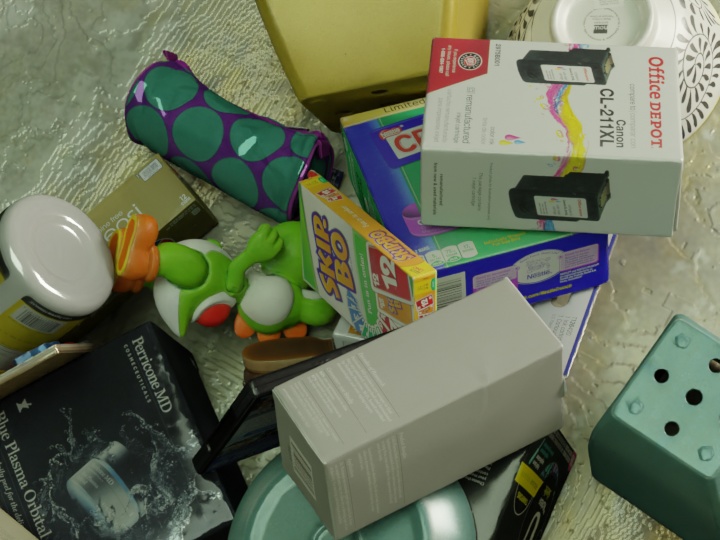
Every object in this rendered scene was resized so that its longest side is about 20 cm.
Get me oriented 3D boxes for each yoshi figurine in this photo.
[{"bbox_3d":[-0.112,-0.010,1.491,0.200,0.112,0.112,15,33,-20],"label":"yoshi figurine"}]

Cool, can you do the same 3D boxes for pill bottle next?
[{"bbox_3d":[-0.308,0.028,1.459,0.200,0.112,0.112,-33,64,34],"label":"pill bottle"}]

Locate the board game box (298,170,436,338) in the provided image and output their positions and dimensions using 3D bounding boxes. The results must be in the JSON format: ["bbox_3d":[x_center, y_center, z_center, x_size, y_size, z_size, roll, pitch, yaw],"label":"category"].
[{"bbox_3d":[0.000,0.000,1.373,0.030,0.096,0.200,-16,33,-22],"label":"board game box"}]

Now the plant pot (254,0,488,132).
[{"bbox_3d":[0.015,-0.228,1.512,0.200,0.200,0.176,-11,80,11],"label":"plant pot"}]

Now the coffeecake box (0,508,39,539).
[{"bbox_3d":[-0.334,0.287,1.412,0.153,0.073,0.200,26,116,46],"label":"coffeecake box"}]

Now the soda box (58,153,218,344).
[{"bbox_3d":[-0.231,-0.011,1.563,0.200,0.068,0.064,-40,68,0],"label":"soda box"}]

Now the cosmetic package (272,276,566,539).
[{"bbox_3d":[0.045,0.100,1.252,0.200,0.107,0.090,-26,52,-18],"label":"cosmetic package"}]

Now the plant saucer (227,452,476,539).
[{"bbox_3d":[-0.014,0.209,1.292,0.200,0.036,0.200,-6,69,17],"label":"plant saucer"}]

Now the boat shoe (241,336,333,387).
[{"bbox_3d":[0.000,0.091,1.475,0.200,0.070,0.070,-4,108,8],"label":"boat shoe"}]

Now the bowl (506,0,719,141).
[{"bbox_3d":[0.215,-0.199,1.494,0.201,0.094,0.201,-4,72,13],"label":"bowl"}]

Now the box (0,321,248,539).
[{"bbox_3d":[-0.210,0.182,1.470,0.200,0.117,0.197,-28,68,3],"label":"box"}]

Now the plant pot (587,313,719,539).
[{"bbox_3d":[0.260,0.121,1.321,0.141,0.200,0.141,34,84,22],"label":"plant pot"}]

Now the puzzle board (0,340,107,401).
[{"bbox_3d":[-0.298,0.098,1.477,0.151,0.200,0.017,-28,85,4],"label":"puzzle board"}]

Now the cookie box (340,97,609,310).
[{"bbox_3d":[0.091,-0.060,1.429,0.171,0.075,0.200,-15,46,-9],"label":"cookie box"}]

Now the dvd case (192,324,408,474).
[{"bbox_3d":[-0.045,0.101,1.331,0.143,0.200,0.018,-18,74,-24],"label":"dvd case"}]

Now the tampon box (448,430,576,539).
[{"bbox_3d":[0.068,0.200,1.372,0.126,0.150,0.200,19,78,21],"label":"tampon box"}]

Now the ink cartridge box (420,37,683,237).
[{"bbox_3d":[0.151,-0.108,1.361,0.200,0.083,0.146,3,44,5],"label":"ink cartridge box"}]

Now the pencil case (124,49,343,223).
[{"bbox_3d":[-0.118,-0.119,1.561,0.200,0.085,0.092,28,96,21],"label":"pencil case"}]

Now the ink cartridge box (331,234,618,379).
[{"bbox_3d":[0.103,0.010,1.446,0.200,0.047,0.198,12,51,17],"label":"ink cartridge box"}]
